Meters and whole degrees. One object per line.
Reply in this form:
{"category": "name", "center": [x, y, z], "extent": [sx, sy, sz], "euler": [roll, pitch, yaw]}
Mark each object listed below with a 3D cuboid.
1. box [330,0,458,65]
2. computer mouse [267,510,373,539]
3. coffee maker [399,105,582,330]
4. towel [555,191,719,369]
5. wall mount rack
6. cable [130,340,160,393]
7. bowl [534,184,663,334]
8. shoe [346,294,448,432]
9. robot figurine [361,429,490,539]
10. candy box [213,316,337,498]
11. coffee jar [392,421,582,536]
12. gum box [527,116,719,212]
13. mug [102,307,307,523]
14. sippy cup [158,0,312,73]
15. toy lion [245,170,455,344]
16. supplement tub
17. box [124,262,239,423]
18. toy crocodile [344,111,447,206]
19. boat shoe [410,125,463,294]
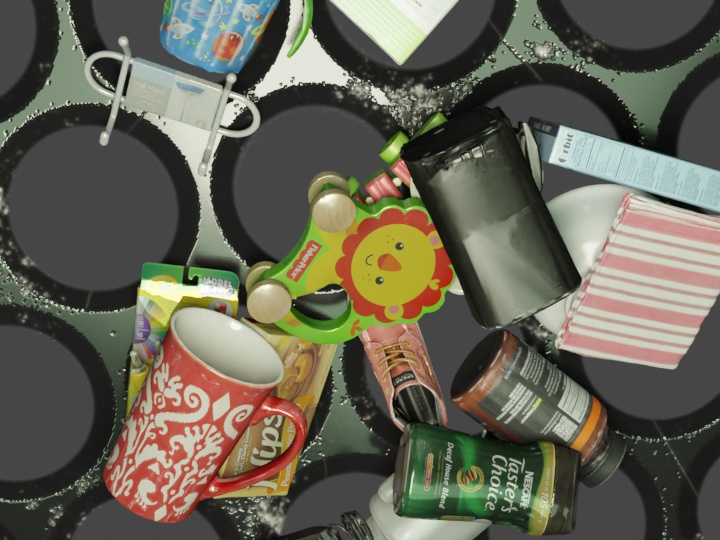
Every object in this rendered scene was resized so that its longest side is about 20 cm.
{"category": "box", "center": [0.056, -0.345, 1.604], "extent": [0.144, 0.036, 0.200], "euler": [42, 97, -11]}
{"category": "computer mouse", "center": [-0.046, 0.346, 1.718], "extent": [0.199, 0.053, 0.139], "euler": [-14, 96, 37]}
{"category": "coffee maker", "center": [0.128, -0.047, 1.501], "extent": [0.134, 0.192, 0.201], "euler": [-21, 105, 22]}
{"category": "towel", "center": [0.307, 0.016, 1.569], "extent": [0.146, 0.030, 0.201], "euler": [12, 123, -14]}
{"category": "wall mount rack", "center": [-0.201, -0.186, 1.574], "extent": [0.199, 0.075, 0.174], "euler": [17, 139, -6]}
{"category": "cable", "center": [-0.208, 0.174, 1.673], "extent": [0.097, 0.050, 0.201], "euler": [-4, 117, -13]}
{"category": "bowl", "center": [0.266, 0.012, 1.633], "extent": [0.200, 0.091, 0.202], "euler": [-1, 126, -1]}
{"category": "shoe", "center": [0.046, 0.102, 1.677], "extent": [0.071, 0.091, 0.201], "euler": [-24, 103, 3]}
{"category": "robot figurine", "center": [0.091, 0.268, 1.706], "extent": [0.200, 0.113, 0.170], "euler": [-43, 135, 7]}
{"category": "candy box", "center": [-0.108, 0.156, 1.671], "extent": [0.115, 0.055, 0.201], "euler": [7, 108, -47]}
{"category": "coffee jar", "center": [0.139, 0.228, 1.605], "extent": [0.199, 0.085, 0.105], "euler": [9, 78, -6]}
{"category": "gum box", "center": [0.285, -0.115, 1.597], "extent": [0.199, 0.170, 0.045], "euler": [16, 98, -7]}
{"category": "mug", "center": [-0.169, 0.171, 1.564], "extent": [0.177, 0.133, 0.200], "euler": [40, 112, 23]}
{"category": "sippy cup", "center": [-0.150, -0.284, 1.565], "extent": [0.139, 0.178, 0.131], "euler": [0, 122, -47]}
{"category": "toy lion", "center": [0.000, 0.000, 1.609], "extent": [0.191, 0.069, 0.200], "euler": [31, 107, -19]}
{"category": "supplement tub", "center": [0.206, 0.164, 1.692], "extent": [0.200, 0.107, 0.107], "euler": [38, 99, -10]}
{"category": "box", "center": [-0.202, 0.090, 1.686], "extent": [0.117, 0.048, 0.201], "euler": [7, 105, -4]}
{"category": "toy crocodile", "center": [0.029, -0.094, 1.646], "extent": [0.200, 0.062, 0.068], "euler": [-41, 102, 6]}
{"category": "boat shoe", "center": [0.100, -0.073, 1.636], "extent": [0.072, 0.062, 0.201], "euler": [-7, 117, 12]}
